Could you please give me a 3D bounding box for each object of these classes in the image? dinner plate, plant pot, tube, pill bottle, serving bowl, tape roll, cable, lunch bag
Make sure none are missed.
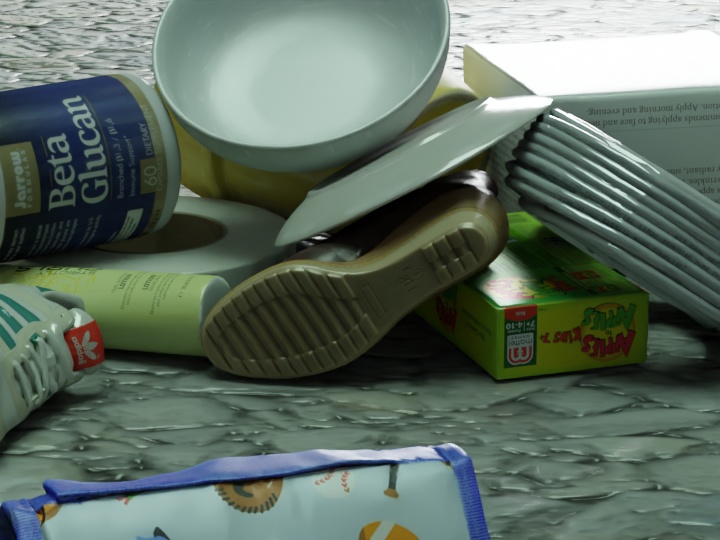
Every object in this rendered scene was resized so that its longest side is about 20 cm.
[{"bbox_3d":[0.030,-0.071,1.609,0.200,0.024,0.200,-27,5,3],"label":"dinner plate"},{"bbox_3d":[-0.015,-0.109,1.812,0.189,0.201,0.201,31,32,34],"label":"plant pot"},{"bbox_3d":[-0.180,0.023,1.596,0.200,0.052,0.058,3,-5,23],"label":"tube"},{"bbox_3d":[-0.227,-0.062,1.639,0.200,0.111,0.111,-12,21,-33],"label":"pill bottle"},{"bbox_3d":[-0.036,-0.137,1.688,0.200,0.066,0.200,-5,52,7],"label":"serving bowl"},{"bbox_3d":[-0.144,-0.009,1.721,0.203,0.037,0.203,0,17,0],"label":"tape roll"},{"bbox_3d":[0.183,-0.027,1.588,0.200,0.069,0.200,34,3,24],"label":"cable"},{"bbox_3d":[-0.040,0.162,0.873,0.170,0.200,0.124,-5,17,-19],"label":"lunch bag"}]

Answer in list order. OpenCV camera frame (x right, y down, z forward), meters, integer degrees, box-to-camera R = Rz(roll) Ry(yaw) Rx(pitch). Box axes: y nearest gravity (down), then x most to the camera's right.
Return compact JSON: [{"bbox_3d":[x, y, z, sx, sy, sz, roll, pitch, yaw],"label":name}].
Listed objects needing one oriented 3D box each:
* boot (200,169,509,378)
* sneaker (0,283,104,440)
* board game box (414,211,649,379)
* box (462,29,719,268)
[{"bbox_3d":[0.000,0.000,1.589,0.200,0.072,0.166,-22,11,7],"label":"boot"},{"bbox_3d":[-0.197,0.047,1.471,0.093,0.070,0.200,-7,15,-5],"label":"sneaker"},{"bbox_3d":[0.097,0.013,1.627,0.102,0.048,0.200,-6,18,-18],"label":"board game box"},{"bbox_3d":[0.192,-0.089,1.821,0.199,0.131,0.200,-4,17,-13],"label":"box"}]
